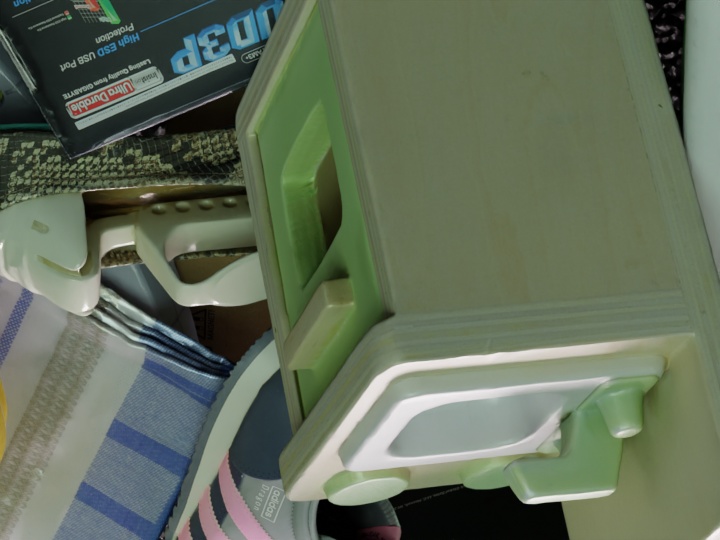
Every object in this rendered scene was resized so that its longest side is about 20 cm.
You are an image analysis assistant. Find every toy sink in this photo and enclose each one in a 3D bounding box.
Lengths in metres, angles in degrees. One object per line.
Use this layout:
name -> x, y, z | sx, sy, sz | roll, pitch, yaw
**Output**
toy sink -> 0.034, 0.007, 0.756 | 0.112, 0.200, 0.130 | -5, 159, -18

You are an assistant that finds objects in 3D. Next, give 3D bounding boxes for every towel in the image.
towel -> -0.159, 0.046, 0.960 | 0.200, 0.024, 0.147 | 28, 122, -1

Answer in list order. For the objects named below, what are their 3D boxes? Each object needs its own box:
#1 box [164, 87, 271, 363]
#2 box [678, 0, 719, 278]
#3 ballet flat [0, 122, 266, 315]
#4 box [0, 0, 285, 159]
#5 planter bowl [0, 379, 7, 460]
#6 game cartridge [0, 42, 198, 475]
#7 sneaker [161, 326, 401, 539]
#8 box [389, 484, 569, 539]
box -> 0.000, 0.000, 0.966 | 0.163, 0.021, 0.200 | 6, 119, 4
box -> 0.208, -0.071, 0.799 | 0.200, 0.199, 0.172 | 1, 119, 9
ballet flat -> -0.077, -0.019, 0.881 | 0.200, 0.075, 0.068 | -4, 147, -9
box -> -0.048, -0.145, 0.795 | 0.200, 0.046, 0.159 | -22, 115, 16
planter bowl -> -0.190, 0.044, 0.884 | 0.200, 0.083, 0.201 | 39, 148, 31
game cartridge -> -0.151, -0.011, 0.960 | 0.133, 0.041, 0.200 | -18, 112, 28
sneaker -> -0.029, 0.106, 0.957 | 0.082, 0.070, 0.200 | 37, 140, 17
box -> 0.077, 0.189, 0.944 | 0.124, 0.200, 0.149 | -19, 125, 20
